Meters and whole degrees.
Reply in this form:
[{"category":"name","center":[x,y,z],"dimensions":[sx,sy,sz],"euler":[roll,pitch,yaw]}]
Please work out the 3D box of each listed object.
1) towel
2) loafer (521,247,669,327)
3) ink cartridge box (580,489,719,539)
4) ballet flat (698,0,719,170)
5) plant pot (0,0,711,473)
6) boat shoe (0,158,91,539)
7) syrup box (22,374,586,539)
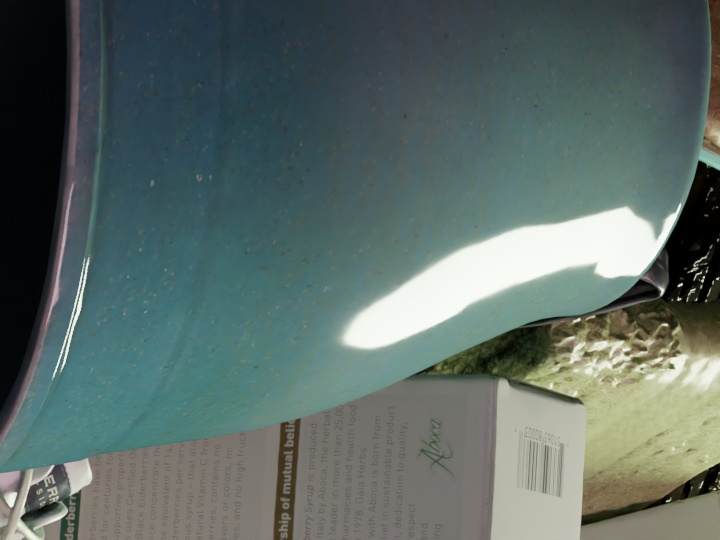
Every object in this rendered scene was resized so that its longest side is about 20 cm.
[{"category":"towel","center":[0.067,0.059,0.964],"dimensions":[0.148,0.037,0.200],"euler":[4,152,-32]},{"category":"loafer","center":[0.000,0.000,0.839],"dimensions":[0.199,0.071,0.068],"euler":[-12,146,-2]},{"category":"ink cartridge box","center":[0.096,0.170,1.080],"dimensions":[0.145,0.083,0.200],"euler":[-15,158,3]},{"category":"ballet flat","center":[0.145,-0.039,0.746],"dimensions":[0.200,0.068,0.072],"euler":[32,102,-36]},{"category":"plant pot","center":[-0.023,-0.051,0.654],"dimensions":[0.187,0.201,0.200],"euler":[-1,145,-29]},{"category":"boat shoe","center":[-0.103,0.041,0.710],"dimensions":[0.066,0.200,0.074],"euler":[26,153,15]},{"category":"syrup box","center":[-0.034,0.076,0.856],"dimensions":[0.199,0.082,0.079],"euler":[0,171,27]}]
